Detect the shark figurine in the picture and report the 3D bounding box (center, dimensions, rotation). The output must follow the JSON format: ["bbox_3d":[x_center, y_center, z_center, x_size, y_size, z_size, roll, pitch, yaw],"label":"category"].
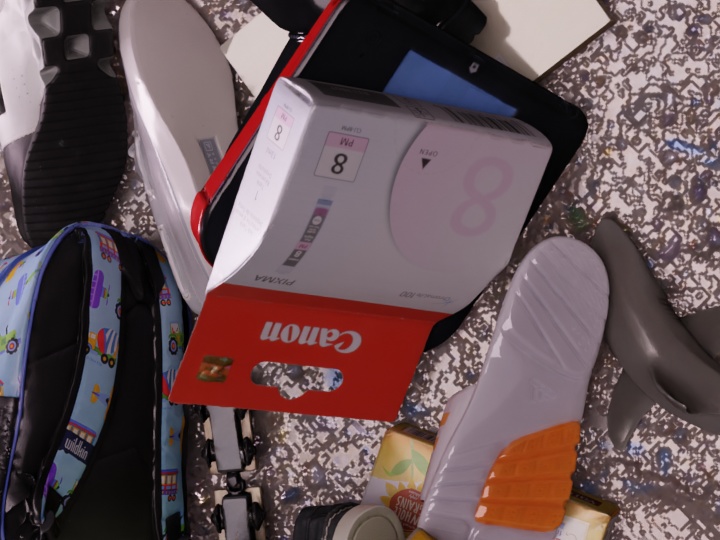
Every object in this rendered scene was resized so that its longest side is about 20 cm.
[{"bbox_3d":[0.209,0.066,1.554,0.214,0.089,0.128,20,100,15],"label":"shark figurine"}]

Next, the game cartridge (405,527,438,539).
[{"bbox_3d":[0.032,0.265,1.553,0.176,0.032,0.200,37,93,-29],"label":"game cartridge"}]

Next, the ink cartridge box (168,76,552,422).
[{"bbox_3d":[0.000,0.000,1.533,0.057,0.162,0.200,38,115,52],"label":"ink cartridge box"}]

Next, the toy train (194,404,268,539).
[{"bbox_3d":[-0.070,0.154,1.656,0.034,0.046,0.200,-6,95,9],"label":"toy train"}]

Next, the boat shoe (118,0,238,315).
[{"bbox_3d":[-0.105,-0.068,1.641,0.069,0.072,0.200,-32,77,44],"label":"boat shoe"}]

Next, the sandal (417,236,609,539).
[{"bbox_3d":[0.088,0.082,1.576,0.079,0.059,0.207,22,85,-14],"label":"sandal"}]

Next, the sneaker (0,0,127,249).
[{"bbox_3d":[-0.191,-0.111,1.662,0.088,0.074,0.200,12,103,48],"label":"sneaker"}]

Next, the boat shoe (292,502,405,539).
[{"bbox_3d":[-0.011,0.226,1.594,0.066,0.074,0.200,9,113,41],"label":"boat shoe"}]

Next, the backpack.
[{"bbox_3d":[-0.182,0.074,1.616,0.134,0.183,0.200,1,80,32],"label":"backpack"}]

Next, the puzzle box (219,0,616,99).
[{"bbox_3d":[0.032,-0.138,1.617,0.200,0.025,0.133,-37,85,15],"label":"puzzle box"}]

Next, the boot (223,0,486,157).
[{"bbox_3d":[-0.044,-0.147,1.564,0.198,0.073,0.162,-40,103,8],"label":"boot"}]

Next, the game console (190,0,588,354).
[{"bbox_3d":[0.016,-0.051,1.557,0.177,0.200,0.031,-54,40,13],"label":"game console"}]

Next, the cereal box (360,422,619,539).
[{"bbox_3d":[0.052,0.207,1.629,0.144,0.040,0.200,21,99,13],"label":"cereal box"}]
